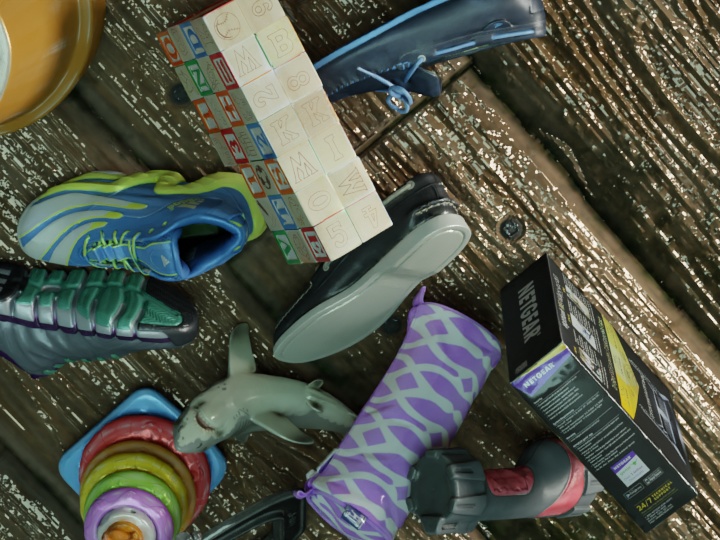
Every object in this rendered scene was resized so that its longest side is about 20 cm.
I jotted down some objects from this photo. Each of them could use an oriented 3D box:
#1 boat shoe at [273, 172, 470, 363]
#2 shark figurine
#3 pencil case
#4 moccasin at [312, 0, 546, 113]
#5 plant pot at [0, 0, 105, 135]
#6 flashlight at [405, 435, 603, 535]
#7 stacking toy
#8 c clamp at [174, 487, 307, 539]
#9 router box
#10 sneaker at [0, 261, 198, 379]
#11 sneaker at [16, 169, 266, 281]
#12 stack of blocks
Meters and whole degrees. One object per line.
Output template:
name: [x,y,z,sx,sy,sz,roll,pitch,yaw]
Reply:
boat shoe: [0.000,0.000,1.647,0.074,0.060,0.200,9,138,-46]
shark figurine: [-0.059,0.128,1.702,0.214,0.128,0.090,18,137,-22]
pencil case: [0.030,0.118,1.630,0.085,0.084,0.200,33,68,2]
moccasin: [0.044,-0.159,1.575,0.200,0.080,0.068,-25,95,12]
plant pot: [-0.297,-0.178,1.530,0.199,0.183,0.201,1,110,2]
flashlight: [0.112,0.160,1.634,0.068,0.200,0.068,47,113,31]
stacking toy: [-0.178,0.190,1.649,0.116,0.200,0.110,-41,103,14]
c clamp: [-0.115,0.223,1.668,0.171,0.200,0.027,-33,72,-7]
router box: [0.176,0.088,1.597,0.052,0.200,0.157,-39,103,14]
sneaker: [-0.224,0.048,1.679,0.199,0.074,0.088,9,124,9]
sneaker: [-0.171,-0.033,1.619,0.199,0.105,0.076,-10,109,5]
stack of blocks: [-0.065,-0.105,1.566,0.058,0.115,0.200,-31,101,-20]
